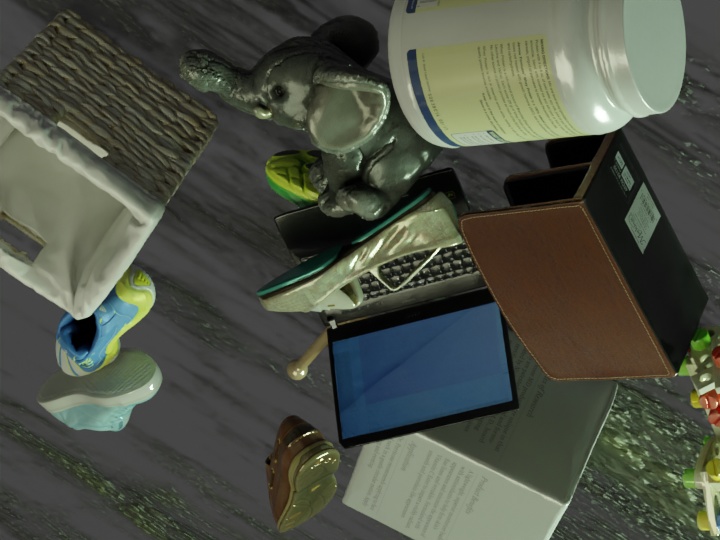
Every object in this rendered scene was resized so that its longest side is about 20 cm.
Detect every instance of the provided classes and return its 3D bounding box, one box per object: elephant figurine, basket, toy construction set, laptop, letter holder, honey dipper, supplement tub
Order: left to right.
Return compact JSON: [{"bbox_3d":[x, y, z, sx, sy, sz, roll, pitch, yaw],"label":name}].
[{"bbox_3d":[-0.271,-0.102,1.676,0.198,0.161,0.200,36,140,-7],"label":"basket"},{"bbox_3d":[-0.032,0.062,1.813,0.038,0.038,0.200,35,142,-6],"label":"honey dipper"},{"bbox_3d":[-0.025,-0.146,1.511,0.141,0.155,0.200,20,154,46],"label":"elephant figurine"},{"bbox_3d":[0.031,0.036,1.596,0.176,0.104,0.201,-14,121,18],"label":"laptop"},{"bbox_3d":[0.137,-0.174,1.386,0.198,0.145,0.146,-3,130,32],"label":"supplement tub"},{"bbox_3d":[0.191,-0.008,1.559,0.141,0.101,0.201,-7,127,38],"label":"letter holder"},{"bbox_3d":[0.322,0.126,1.592,0.091,0.132,0.201,8,135,23],"label":"toy construction set"}]

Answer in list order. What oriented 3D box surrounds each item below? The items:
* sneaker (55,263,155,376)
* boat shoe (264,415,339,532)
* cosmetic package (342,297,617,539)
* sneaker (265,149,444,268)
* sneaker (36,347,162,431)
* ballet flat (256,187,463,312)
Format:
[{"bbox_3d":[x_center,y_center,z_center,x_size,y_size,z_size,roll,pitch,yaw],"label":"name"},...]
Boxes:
[{"bbox_3d":[-0.300,0.067,1.913,0.076,0.105,0.200,47,134,6],"label":"sneaker"},{"bbox_3d":[-0.069,0.225,1.985,0.068,0.072,0.201,54,155,23],"label":"boat shoe"},{"bbox_3d":[0.114,0.167,1.731,0.199,0.166,0.165,26,140,5],"label":"cosmetic package"},{"bbox_3d":[-0.006,-0.041,1.654,0.199,0.074,0.084,30,127,0],"label":"sneaker"},{"bbox_3d":[-0.276,0.141,2.018,0.199,0.074,0.082,-8,136,46],"label":"sneaker"},{"bbox_3d":[0.000,0.000,1.561,0.199,0.067,0.063,-30,97,19],"label":"ballet flat"}]
